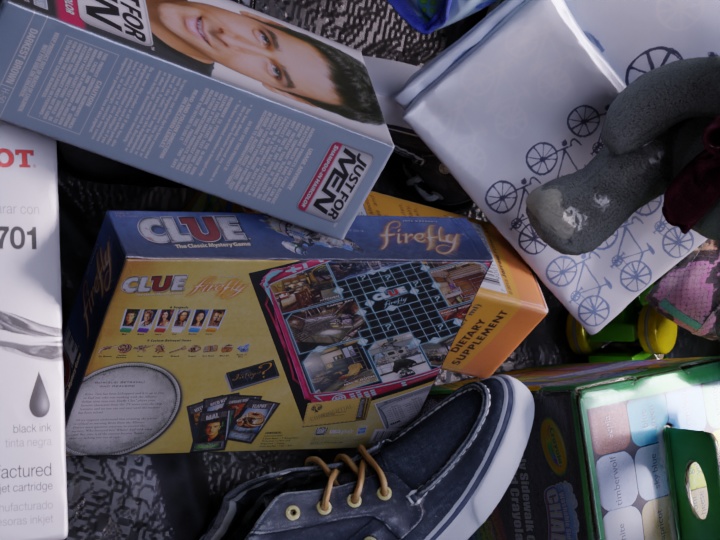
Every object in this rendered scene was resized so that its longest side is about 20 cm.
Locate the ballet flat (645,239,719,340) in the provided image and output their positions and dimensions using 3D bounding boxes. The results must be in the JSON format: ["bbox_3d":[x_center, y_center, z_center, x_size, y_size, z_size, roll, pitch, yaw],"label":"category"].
[{"bbox_3d":[0.199,-0.052,1.353,0.071,0.069,0.201,26,52,-15],"label":"ballet flat"}]

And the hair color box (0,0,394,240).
[{"bbox_3d":[-0.090,-0.092,1.108,0.199,0.099,0.061,20,117,-23],"label":"hair color box"}]

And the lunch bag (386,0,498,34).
[{"bbox_3d":[0.048,-0.246,1.238,0.170,0.128,0.200,-28,76,-39],"label":"lunch bag"}]

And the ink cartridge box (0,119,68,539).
[{"bbox_3d":[-0.218,0.028,1.072,0.146,0.086,0.201,-1,89,-37],"label":"ink cartridge box"}]

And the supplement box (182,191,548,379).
[{"bbox_3d":[0.000,0.000,1.234,0.199,0.067,0.069,15,41,-34],"label":"supplement box"}]

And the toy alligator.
[{"bbox_3d":[0.158,0.025,1.364,0.054,0.059,0.201,-11,99,-55],"label":"toy alligator"}]

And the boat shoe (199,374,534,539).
[{"bbox_3d":[-0.002,0.118,1.194,0.091,0.071,0.200,37,98,-26],"label":"boat shoe"}]

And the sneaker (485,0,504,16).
[{"bbox_3d":[0.117,-0.142,1.329,0.077,0.088,0.201,7,84,-35],"label":"sneaker"}]

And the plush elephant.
[{"bbox_3d":[0.210,-0.052,1.170,0.165,0.155,0.200,40,88,-4],"label":"plush elephant"}]

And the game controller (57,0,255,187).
[{"bbox_3d":[-0.102,-0.142,1.170,0.104,0.042,0.201,0,101,-36],"label":"game controller"}]

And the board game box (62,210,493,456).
[{"bbox_3d":[-0.048,0.032,1.161,0.199,0.136,0.035,1,42,-29],"label":"board game box"}]

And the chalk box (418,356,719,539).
[{"bbox_3d":[0.133,0.115,1.256,0.123,0.200,0.125,-8,92,-37],"label":"chalk box"}]

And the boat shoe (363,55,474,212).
[{"bbox_3d":[0.052,-0.066,1.281,0.199,0.072,0.068,12,111,-18],"label":"boat shoe"}]

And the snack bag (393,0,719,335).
[{"bbox_3d":[0.146,-0.089,1.246,0.200,0.021,0.189,-40,118,3],"label":"snack bag"}]
